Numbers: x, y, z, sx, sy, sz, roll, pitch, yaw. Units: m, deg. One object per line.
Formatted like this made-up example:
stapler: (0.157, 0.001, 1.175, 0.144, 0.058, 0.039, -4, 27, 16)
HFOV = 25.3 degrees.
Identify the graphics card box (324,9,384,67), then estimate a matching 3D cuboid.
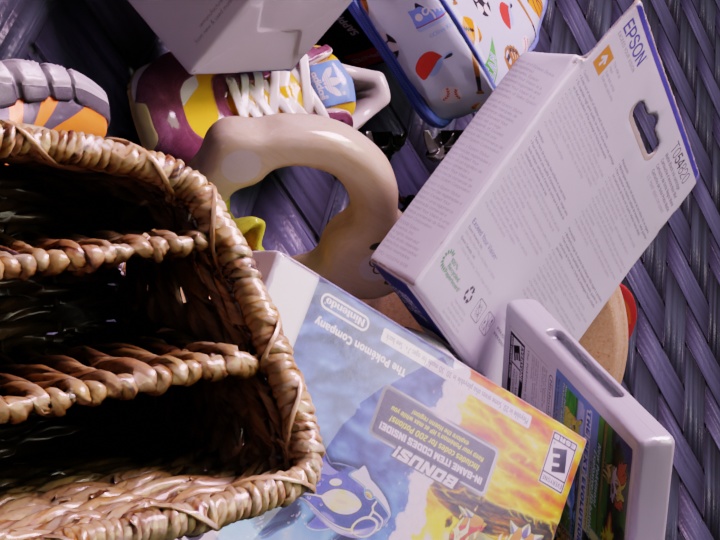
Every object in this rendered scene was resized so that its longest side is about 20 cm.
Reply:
graphics card box: (-0.032, -0.242, 1.098, 0.200, 0.050, 0.127, 39, 43, -52)

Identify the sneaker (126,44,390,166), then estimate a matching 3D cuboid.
sneaker: (-0.055, -0.101, 0.929, 0.200, 0.089, 0.076, -21, 95, -64)

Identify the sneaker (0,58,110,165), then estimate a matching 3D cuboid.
sneaker: (-0.180, -0.029, 0.678, 0.199, 0.077, 0.113, -8, 87, -53)

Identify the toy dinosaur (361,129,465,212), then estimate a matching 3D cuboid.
toy dinosaur: (0.046, -0.028, 1.097, 0.200, 0.101, 0.137, -34, 125, -84)

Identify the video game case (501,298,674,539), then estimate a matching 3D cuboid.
video game case: (0.110, 0.140, 0.845, 0.182, 0.022, 0.202, -127, -144, -65)

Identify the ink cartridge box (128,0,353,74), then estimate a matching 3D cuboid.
ink cartridge box: (-0.105, -0.201, 0.865, 0.200, 0.068, 0.115, 50, 23, 12)

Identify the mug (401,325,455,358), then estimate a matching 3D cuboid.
mug: (0.005, 0.140, 0.881, 0.201, 0.146, 0.177, 92, 0, -57)

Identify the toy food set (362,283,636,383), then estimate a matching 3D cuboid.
toy food set: (0.084, 0.051, 1.037, 0.201, 0.197, 0.049, 57, -3, -16)

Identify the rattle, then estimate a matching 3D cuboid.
rattle: (0.000, 0.000, 0.861, 0.199, 0.131, 0.143, 19, 17, -27)

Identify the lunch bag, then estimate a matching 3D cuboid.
lunch bag: (0.055, -0.205, 1.107, 0.161, 0.075, 0.201, 52, 31, -21)

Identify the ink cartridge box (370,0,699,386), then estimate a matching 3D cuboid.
ink cartridge box: (0.108, -0.032, 0.920, 0.200, 0.040, 0.200, -51, 146, -10)

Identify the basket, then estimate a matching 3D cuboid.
basket: (-0.128, 0.020, 0.555, 0.199, 0.148, 0.144, -7, 97, -36)

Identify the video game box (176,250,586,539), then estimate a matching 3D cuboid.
video game box: (-0.006, 0.116, 0.701, 0.199, 0.047, 0.184, 31, 74, -31)
